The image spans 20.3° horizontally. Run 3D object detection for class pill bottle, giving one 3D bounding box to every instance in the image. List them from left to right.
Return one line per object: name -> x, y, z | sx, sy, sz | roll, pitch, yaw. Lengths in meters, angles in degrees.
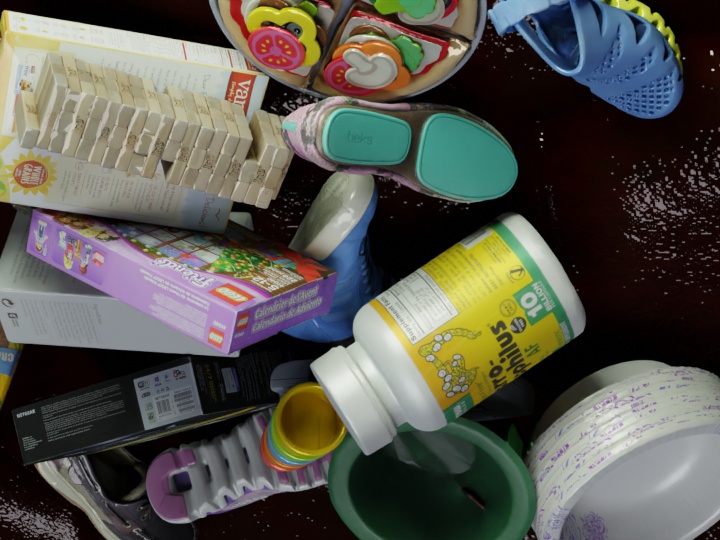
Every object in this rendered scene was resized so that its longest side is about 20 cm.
pill bottle -> 0.065, 0.053, 1.551 | 0.199, 0.113, 0.113 | -33, 133, -6

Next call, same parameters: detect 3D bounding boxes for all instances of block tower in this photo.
block tower -> -0.144, -0.100, 1.443 | 0.199, 0.054, 0.058 | 12, 119, -22

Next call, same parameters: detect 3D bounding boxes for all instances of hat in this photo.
hat -> 0.064, 0.136, 1.703 | 0.198, 0.176, 0.167 | -6, 122, 19

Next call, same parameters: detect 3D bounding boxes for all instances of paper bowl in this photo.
paper bowl -> 0.224, 0.153, 1.669 | 0.199, 0.105, 0.201 | -16, 143, -12

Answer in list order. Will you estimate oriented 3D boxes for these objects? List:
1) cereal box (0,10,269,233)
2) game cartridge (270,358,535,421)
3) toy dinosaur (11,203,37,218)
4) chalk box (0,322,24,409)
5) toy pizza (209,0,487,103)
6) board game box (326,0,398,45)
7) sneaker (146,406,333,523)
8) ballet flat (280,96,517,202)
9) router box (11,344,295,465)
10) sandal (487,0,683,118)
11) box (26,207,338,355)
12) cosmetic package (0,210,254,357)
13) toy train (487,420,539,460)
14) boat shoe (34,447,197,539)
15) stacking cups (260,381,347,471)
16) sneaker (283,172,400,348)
cereal box -> -0.180, -0.107, 1.488 | 0.198, 0.040, 0.145 | 8, 122, -19
game cartridge -> 0.040, 0.102, 1.702 | 0.199, 0.041, 0.133 | -4, 159, 26
toy dinosaur -> -0.276, -0.082, 1.575 | 0.199, 0.103, 0.077 | 18, 130, -19
chalk box -> -0.373, 0.110, 1.727 | 0.124, 0.201, 0.124 | 21, 139, -11
toy pizza -> -0.012, -0.184, 1.396 | 0.198, 0.032, 0.201 | 6, 139, 5
board game box -> -0.062, -0.235, 1.392 | 0.104, 0.024, 0.200 | -20, 130, 30
sneaker -> -0.093, 0.176, 1.837 | 0.199, 0.081, 0.088 | -17, 167, 9
ballet flat -> 0.026, -0.095, 1.481 | 0.199, 0.070, 0.071 | 7, -171, -38
router box -> -0.174, 0.115, 1.731 | 0.199, 0.053, 0.157 | -17, 173, 29
sandal -> 0.147, -0.162, 1.375 | 0.200, 0.087, 0.079 | 36, 133, -28
box -> -0.135, -0.007, 1.529 | 0.199, 0.137, 0.039 | 25, 115, 25
cosmetic package -> -0.190, 0.006, 1.640 | 0.198, 0.102, 0.072 | 4, 140, 11
toy train -> 0.120, 0.165, 1.795 | 0.199, 0.042, 0.057 | -11, 125, 25
boat shoe -> -0.224, 0.211, 1.909 | 0.065, 0.072, 0.200 | -23, 123, 40
stacking cups -> -0.059, 0.137, 1.689 | 0.060, 0.061, 0.200 | 19, 165, -8
sneaker -> 0.000, -0.001, 1.603 | 0.111, 0.077, 0.200 | 23, 139, -11
